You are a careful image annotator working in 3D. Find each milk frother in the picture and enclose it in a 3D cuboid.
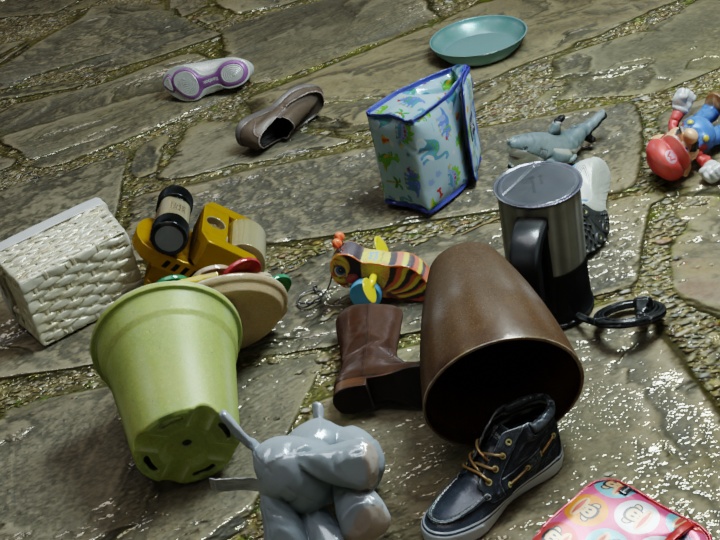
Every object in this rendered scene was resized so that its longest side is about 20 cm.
[{"bbox_3d":[0.280,-0.021,1.476,0.196,0.190,0.182,-9,33,7],"label":"milk frother"}]

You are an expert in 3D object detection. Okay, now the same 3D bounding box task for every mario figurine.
[{"bbox_3d":[0.516,-0.208,1.758,0.123,0.107,0.199,23,45,41],"label":"mario figurine"}]

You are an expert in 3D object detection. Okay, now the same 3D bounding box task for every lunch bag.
[{"bbox_3d":[0.241,0.306,1.096,0.199,0.083,0.175,-35,42,-29],"label":"lunch bag"},{"bbox_3d":[0.122,-0.214,1.848,0.126,0.172,0.199,16,40,38],"label":"lunch bag"}]

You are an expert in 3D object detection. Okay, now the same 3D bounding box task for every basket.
[{"bbox_3d":[-0.442,0.002,1.758,0.198,0.137,0.123,-30,38,-24],"label":"basket"}]

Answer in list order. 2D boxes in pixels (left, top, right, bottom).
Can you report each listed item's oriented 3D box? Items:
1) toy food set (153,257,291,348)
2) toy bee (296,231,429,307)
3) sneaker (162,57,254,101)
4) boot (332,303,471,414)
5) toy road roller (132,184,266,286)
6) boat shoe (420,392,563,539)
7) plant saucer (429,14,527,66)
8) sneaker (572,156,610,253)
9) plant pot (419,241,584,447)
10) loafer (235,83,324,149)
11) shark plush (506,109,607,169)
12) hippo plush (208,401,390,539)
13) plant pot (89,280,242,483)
[{"bbox_3d":[-0.187,0.052,1.543,0.197,0.199,0.049,-13,61,-13],"label":"toy food set"},{"bbox_3d":[0.000,0.000,1.624,0.197,0.110,0.132,-15,34,-3],"label":"toy bee"},{"bbox_3d":[-0.314,-0.401,2.413,0.196,0.076,0.100,-6,14,12],"label":"sneaker"},{"bbox_3d":[0.052,0.099,1.503,0.183,0.065,0.201,-6,28,7],"label":"boot"},{"bbox_3d":[-0.253,-0.023,1.770,0.197,0.147,0.124,22,28,-16],"label":"toy road roller"},{"bbox_3d":[0.139,0.213,1.258,0.199,0.092,0.070,-32,36,-26],"label":"boat shoe"},{"bbox_3d":[0.237,-0.454,2.305,0.196,0.036,0.201,-9,32,6],"label":"plant saucer"},{"bbox_3d":[0.323,-0.087,1.691,0.072,0.072,0.201,-33,24,39],"label":"sneaker"},{"bbox_3d":[0.144,0.069,1.349,0.184,0.189,0.202,-13,45,0],"label":"plant pot"},{"bbox_3d":[-0.137,-0.276,2.148,0.199,0.074,0.071,-36,49,-23],"label":"loafer"},{"bbox_3d":[0.322,-0.208,1.847,0.197,0.084,0.091,-20,32,-11],"label":"shark plush"},{"bbox_3d":[-0.053,0.239,1.281,0.197,0.162,0.161,11,5,9],"label":"hippo plush"},{"bbox_3d":[-0.227,0.151,1.421,0.197,0.202,0.185,-16,43,-5],"label":"plant pot"}]
